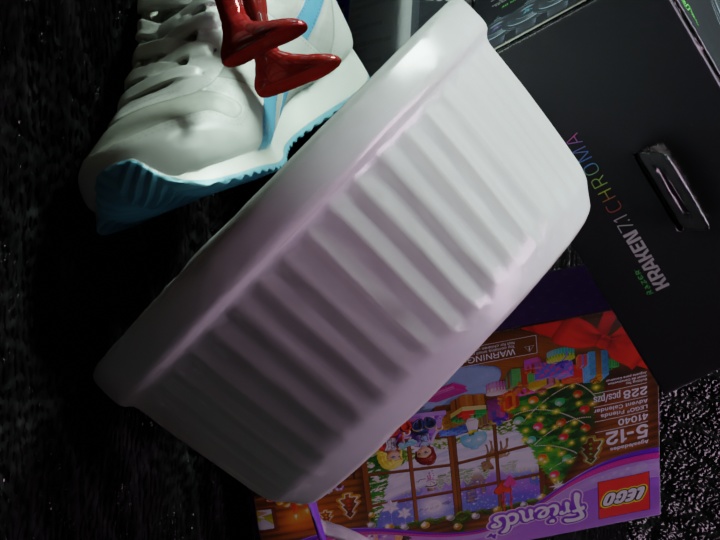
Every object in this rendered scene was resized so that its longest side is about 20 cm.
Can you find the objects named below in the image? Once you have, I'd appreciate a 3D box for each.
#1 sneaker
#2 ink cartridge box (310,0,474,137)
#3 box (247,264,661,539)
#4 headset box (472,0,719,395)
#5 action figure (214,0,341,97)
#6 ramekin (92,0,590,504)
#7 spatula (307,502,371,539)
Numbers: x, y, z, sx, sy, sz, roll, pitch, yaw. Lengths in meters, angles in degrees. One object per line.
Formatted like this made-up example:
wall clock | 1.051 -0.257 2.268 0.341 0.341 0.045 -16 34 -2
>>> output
sneaker | -0.063 -0.074 0.912 0.081 0.076 0.200 66 24 -14
ink cartridge box | 0.015 -0.147 1.128 0.198 0.043 0.201 -167 -101 -78
box | 0.042 0.074 1.113 0.039 0.199 0.137 -106 -173 -51
headset box | 0.129 -0.070 1.020 0.174 0.093 0.200 57 19 -18
action figure | -0.050 -0.168 0.878 0.065 0.052 0.201 27 43 -66
ramekin | 0.000 0.000 0.885 0.202 0.094 0.202 -47 -179 1
spatula | 0.009 0.135 1.071 0.200 0.021 0.057 53 8 -27
